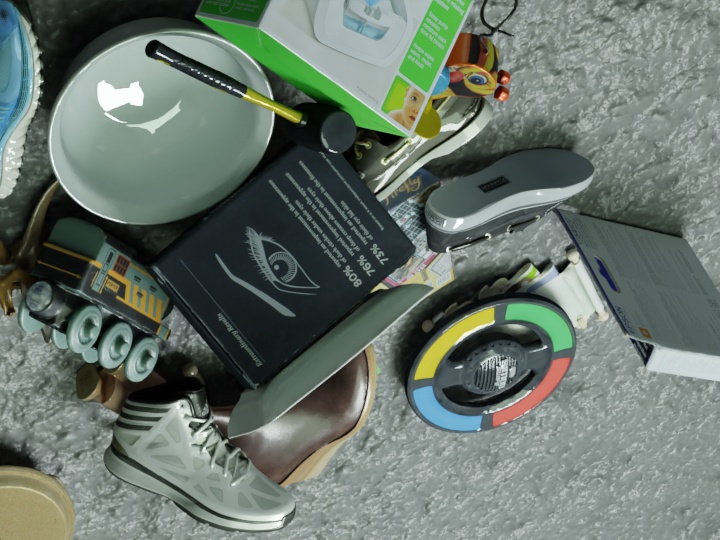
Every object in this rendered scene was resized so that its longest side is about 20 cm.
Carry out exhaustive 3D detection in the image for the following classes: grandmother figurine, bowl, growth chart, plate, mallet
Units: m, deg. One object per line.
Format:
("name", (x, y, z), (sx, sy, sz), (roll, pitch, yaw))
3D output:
("grandmother figurine", (-0.202, 0.149, 1.763), (0.121, 0.061, 0.200), (-37, 132, 19))
("bowl", (-0.182, -0.146, 1.495), (0.200, 0.090, 0.202), (-13, 133, -15))
("growth chart", (0.172, 0.052, 1.887), (0.200, 0.018, 0.145), (-27, 134, -2))
("plate", (-0.038, 0.078, 1.595), (0.199, 0.200, 0.032), (-38, 93, -17))
("mallet", (-0.087, -0.145, 1.428), (0.200, 0.066, 0.041), (23, 88, -42))

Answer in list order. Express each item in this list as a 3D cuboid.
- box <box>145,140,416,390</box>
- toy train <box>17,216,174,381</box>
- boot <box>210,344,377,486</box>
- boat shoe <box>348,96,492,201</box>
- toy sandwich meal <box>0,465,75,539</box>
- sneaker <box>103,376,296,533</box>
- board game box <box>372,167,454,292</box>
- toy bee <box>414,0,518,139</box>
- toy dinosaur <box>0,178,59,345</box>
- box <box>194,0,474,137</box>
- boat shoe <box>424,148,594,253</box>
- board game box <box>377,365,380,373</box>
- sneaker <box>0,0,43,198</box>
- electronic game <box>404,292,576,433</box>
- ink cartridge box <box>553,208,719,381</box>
("box", (-0.075, -0.011, 1.560), (0.200, 0.104, 0.148), (-39, 98, -8))
("toy train", (-0.237, 0.028, 1.595), (0.114, 0.085, 0.200), (-66, 152, -8))
("boot", (-0.084, 0.146, 1.749), (0.166, 0.072, 0.200), (5, 126, -34))
("boat shoe", (0.029, -0.118, 1.638), (0.201, 0.072, 0.060), (-34, 117, 12))
("toy sandwich meal", (-0.394, 0.267, 1.769), (0.205, 0.070, 0.206), (-14, 129, -18))
("sneaker", (-0.148, 0.176, 1.676), (0.200, 0.076, 0.116), (21, 119, 4))
("board game box", (0.000, 0.000, 1.705), (0.200, 0.035, 0.136), (-31, 135, -22))
("toy bee", (0.080, -0.177, 1.550), (0.109, 0.200, 0.131), (34, 75, -41))
("toy dinosaur", (-0.306, -0.017, 1.583), (0.106, 0.060, 0.200), (-30, 141, -42))
("box", (-0.011, -0.238, 1.445), (0.200, 0.097, 0.177), (33, 81, -42))
("boat shoe", (0.148, -0.064, 1.722), (0.200, 0.070, 0.066), (-23, 140, -31))
("board game box", (-0.071, 0.064, 1.767), (0.135, 0.034, 0.200), (-28, 135, -3))
("sneaker", (-0.321, -0.146, 1.439), (0.090, 0.078, 0.200), (4, 126, -24))
("electronic game", (0.143, 0.103, 1.878), (0.199, 0.042, 0.200), (-12, 133, -14))
("ink cartridge box", (0.302, 0.028, 1.802), (0.199, 0.200, 0.041), (13, 127, -33))
